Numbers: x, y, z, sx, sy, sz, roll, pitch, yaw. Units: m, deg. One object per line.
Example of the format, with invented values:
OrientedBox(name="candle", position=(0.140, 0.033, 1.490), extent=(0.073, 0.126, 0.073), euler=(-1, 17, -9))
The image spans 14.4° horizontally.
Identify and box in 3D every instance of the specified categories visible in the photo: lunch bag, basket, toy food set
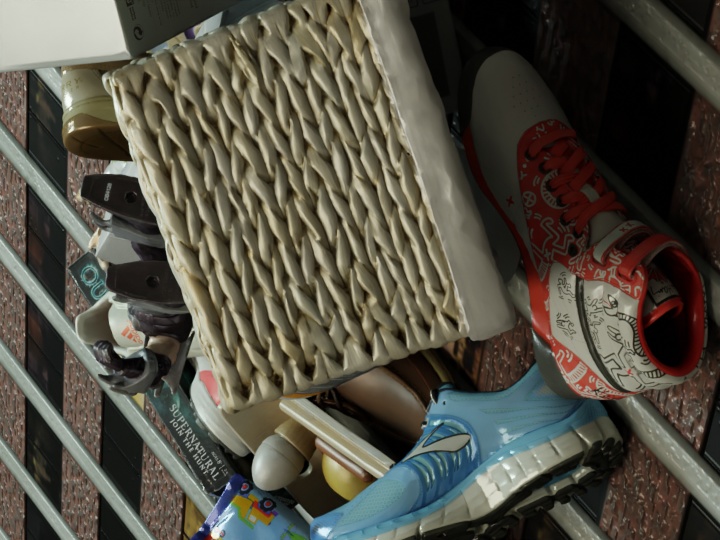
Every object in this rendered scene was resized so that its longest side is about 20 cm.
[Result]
OrientedBox(name="lunch bag", position=(-0.026, 0.237, 1.933), extent=(0.150, 0.094, 0.200), euler=(38, 177, 25))
OrientedBox(name="basket", position=(-0.023, -0.044, 1.486), extent=(0.198, 0.160, 0.201), euler=(-88, -23, -84))
OrientedBox(name="toy food set", position=(0.000, 0.159, 1.825), extent=(0.200, 0.060, 0.144), euler=(33, 166, 48))

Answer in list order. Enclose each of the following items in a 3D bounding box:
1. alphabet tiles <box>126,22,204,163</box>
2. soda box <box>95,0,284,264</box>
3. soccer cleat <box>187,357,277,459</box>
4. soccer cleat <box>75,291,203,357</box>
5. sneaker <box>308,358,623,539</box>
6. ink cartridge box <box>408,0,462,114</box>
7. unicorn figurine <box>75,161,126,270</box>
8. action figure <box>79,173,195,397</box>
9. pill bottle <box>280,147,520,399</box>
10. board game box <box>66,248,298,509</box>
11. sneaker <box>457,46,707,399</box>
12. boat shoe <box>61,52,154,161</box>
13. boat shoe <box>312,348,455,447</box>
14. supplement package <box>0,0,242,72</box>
OrientedBox(name="alphabet tiles", position=(-0.087, -0.097, 1.778), extent=(0.166, 0.006, 0.200), euler=(-29, 112, 37))
OrientedBox(name="soda box", position=(-0.094, -0.080, 1.740), extent=(0.200, 0.068, 0.064), euler=(-56, 18, 41))
OrientedBox(name="soccer cleat", position=(-0.087, 0.050, 1.960), extent=(0.068, 0.073, 0.200), euler=(44, -168, -30))
OrientedBox(name="soccer cleat", position=(-0.120, 0.029, 1.854), extent=(0.200, 0.077, 0.070), euler=(-16, 86, 61))
OrientedBox(name="sneaker", position=(0.056, 0.114, 1.671), extent=(0.078, 0.199, 0.090), euler=(34, -149, -60))
OrientedBox(name="ink cartridge box", position=(0.000, -0.185, 1.669), extent=(0.200, 0.057, 0.164), euler=(-127, 22, -70))
OrientedBox(name="unicorn figurine", position=(-0.148, -0.111, 1.928), extent=(0.137, 0.073, 0.201), euler=(130, 135, -52))
OrientedBox(name="action figure", position=(-0.123, 0.002, 1.661), extent=(0.200, 0.069, 0.131), euler=(94, 176, -76))
OrientedBox(name="pill bottle", position=(0.000, 0.000, 1.693), extent=(0.200, 0.116, 0.117), euler=(-27, 86, 52))
OrientedBox(name="board game box", position=(-0.121, 0.079, 2.004), extent=(0.201, 0.028, 0.135), euler=(56, -169, 20))
OrientedBox(name="sneaker", position=(0.125, -0.029, 1.522), extent=(0.108, 0.067, 0.203), euler=(-6, 103, 55))
OrientedBox(name="boat shoe", position=(-0.075, -0.097, 1.627), extent=(0.071, 0.199, 0.065), euler=(-38, 53, 55))
OrientedBox(name="boat shoe", position=(-0.007, 0.066, 1.824), extent=(0.200, 0.067, 0.072), euler=(35, 136, 46))
OrientedBox(name="supplement package", position=(-0.146, -0.213, 1.593), extent=(0.150, 0.200, 0.153), euler=(-3, 110, 35))
